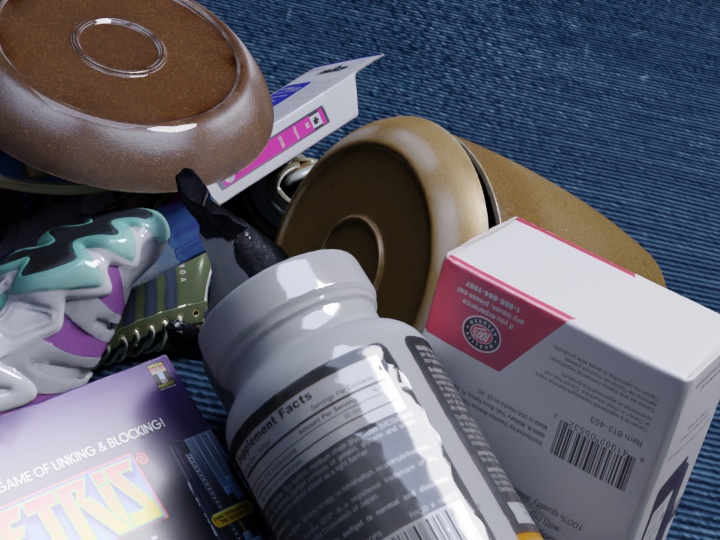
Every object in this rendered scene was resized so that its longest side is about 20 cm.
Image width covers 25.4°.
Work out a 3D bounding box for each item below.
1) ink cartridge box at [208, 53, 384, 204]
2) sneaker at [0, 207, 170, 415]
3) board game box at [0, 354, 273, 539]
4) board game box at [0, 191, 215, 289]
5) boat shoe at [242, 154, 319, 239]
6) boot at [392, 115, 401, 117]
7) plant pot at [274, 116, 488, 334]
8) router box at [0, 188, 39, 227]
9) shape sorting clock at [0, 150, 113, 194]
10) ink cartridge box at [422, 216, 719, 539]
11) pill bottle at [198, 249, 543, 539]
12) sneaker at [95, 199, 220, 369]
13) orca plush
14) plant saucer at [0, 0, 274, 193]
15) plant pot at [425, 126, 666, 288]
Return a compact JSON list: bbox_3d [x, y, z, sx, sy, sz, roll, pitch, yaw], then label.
[{"bbox_3d":[-0.073,-0.101,1.191,0.200,0.037,0.095,-38,21,-30],"label":"ink cartridge box"},{"bbox_3d":[-0.166,0.066,0.878,0.200,0.140,0.078,-36,25,-17],"label":"sneaker"},{"bbox_3d":[-0.137,0.147,0.764,0.200,0.057,0.166,-21,72,-43],"label":"board game box"},{"bbox_3d":[-0.197,-0.030,0.998,0.198,0.043,0.200,-28,31,-5],"label":"board game box"},{"bbox_3d":[-0.034,-0.050,1.181,0.074,0.069,0.200,-5,33,-23],"label":"boat shoe"},{"bbox_3d":[0.080,-0.051,1.166,0.150,0.073,0.200,17,-9,-3],"label":"boot"},{"bbox_3d":[0.000,0.000,0.984,0.027,0.201,0.200,13,25,-38],"label":"plant pot"},{"bbox_3d":[-0.296,-0.062,1.021,0.199,0.051,0.149,-17,32,12],"label":"router box"},{"bbox_3d":[-0.183,-0.109,0.963,0.199,0.039,0.200,5,34,-4],"label":"shape sorting clock"},{"bbox_3d":[0.099,0.096,0.862,0.144,0.201,0.084,28,31,24],"label":"ink cartridge box"},{"bbox_3d":[0.003,0.097,0.794,0.116,0.116,0.200,-13,62,-36],"label":"pill bottle"},{"bbox_3d":[-0.137,0.023,1.019,0.090,0.067,0.200,44,50,-14],"label":"sneaker"},{"bbox_3d":[-0.060,0.014,0.927,0.105,0.200,0.071,3,46,30],"label":"orca plush"},{"bbox_3d":[-0.144,-0.121,0.937,0.199,0.032,0.201,12,41,-11],"label":"plant saucer"},{"bbox_3d":[0.100,0.017,1.045,0.199,0.187,0.186,10,26,-37],"label":"plant pot"}]
